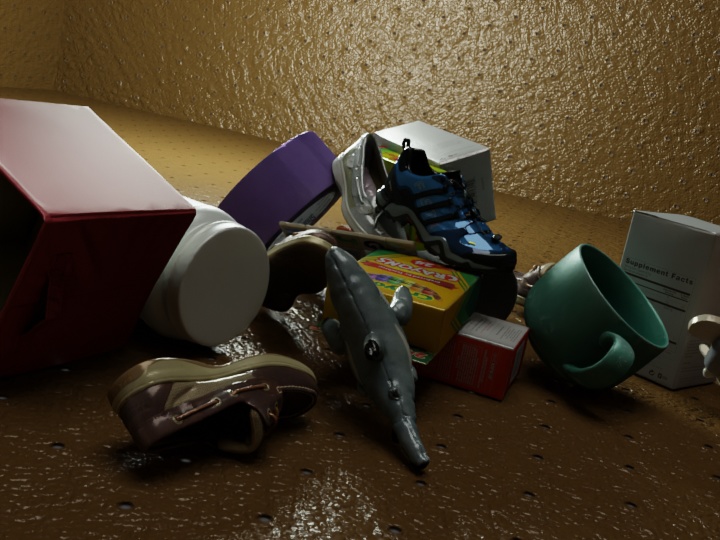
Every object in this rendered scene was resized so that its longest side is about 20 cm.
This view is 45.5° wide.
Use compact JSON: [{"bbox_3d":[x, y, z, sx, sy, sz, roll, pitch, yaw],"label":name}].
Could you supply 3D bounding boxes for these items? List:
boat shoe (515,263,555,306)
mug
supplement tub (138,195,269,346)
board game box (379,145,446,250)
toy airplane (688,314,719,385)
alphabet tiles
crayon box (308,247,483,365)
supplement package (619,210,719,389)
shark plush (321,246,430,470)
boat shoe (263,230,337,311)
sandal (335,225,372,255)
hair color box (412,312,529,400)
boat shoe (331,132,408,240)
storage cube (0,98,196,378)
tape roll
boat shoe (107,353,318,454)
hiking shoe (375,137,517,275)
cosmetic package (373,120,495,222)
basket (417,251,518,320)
[{"bbox_3d":[0.278,0.024,1.264,0.071,0.073,0.200,6,13,-22],"label":"boat shoe"},{"bbox_3d":[0.255,0.063,0.985,0.184,0.114,0.153,-3,55,-57],"label":"mug"},{"bbox_3d":[-0.207,-0.011,0.906,0.199,0.142,0.140,20,15,35],"label":"supplement tub"},{"bbox_3d":[0.046,-0.103,1.169,0.047,0.103,0.200,-3,18,-25],"label":"board game box"},{"bbox_3d":[0.497,0.116,0.981,0.199,0.142,0.199,5,-28,44],"label":"toy airplane"},{"bbox_3d":[0.000,0.000,1.076,0.165,0.008,0.200,9,-24,16],"label":"alphabet tiles"},{"bbox_3d":[0.043,0.031,0.889,0.126,0.051,0.200,15,17,16],"label":"crayon box"},{"bbox_3d":[0.410,0.035,1.118,0.120,0.202,0.119,1,16,-42],"label":"supplement package"},{"bbox_3d":[0.007,0.079,0.746,0.090,0.202,0.084,-12,-30,7],"label":"shark plush"},{"bbox_3d":[-0.071,-0.014,0.961,0.072,0.073,0.200,27,-25,-11],"label":"boat shoe"},{"bbox_3d":[-0.001,-0.020,1.160,0.078,0.060,0.207,6,12,2],"label":"sandal"},{"bbox_3d":[0.080,0.075,0.966,0.198,0.062,0.101,16,15,18],"label":"hair color box"},{"bbox_3d":[0.018,-0.095,1.093,0.074,0.065,0.203,24,32,-34],"label":"boat shoe"},{"bbox_3d":[-0.287,-0.032,0.756,0.200,0.172,0.179,40,22,19],"label":"storage cube"},{"bbox_3d":[-0.110,-0.096,1.206,0.085,0.200,0.200,48,18,4],"label":"tape roll"},{"bbox_3d":[-0.099,0.112,0.669,0.199,0.072,0.072,12,37,-53],"label":"boat shoe"},{"bbox_3d":[0.100,-0.068,0.976,0.199,0.087,0.074,36,29,28],"label":"hiking shoe"},{"bbox_3d":[0.101,-0.136,1.217,0.084,0.109,0.200,-18,28,-18],"label":"cosmetic package"},{"bbox_3d":[0.132,-0.001,1.197,0.178,0.138,0.200,-6,20,-12],"label":"basket"}]
